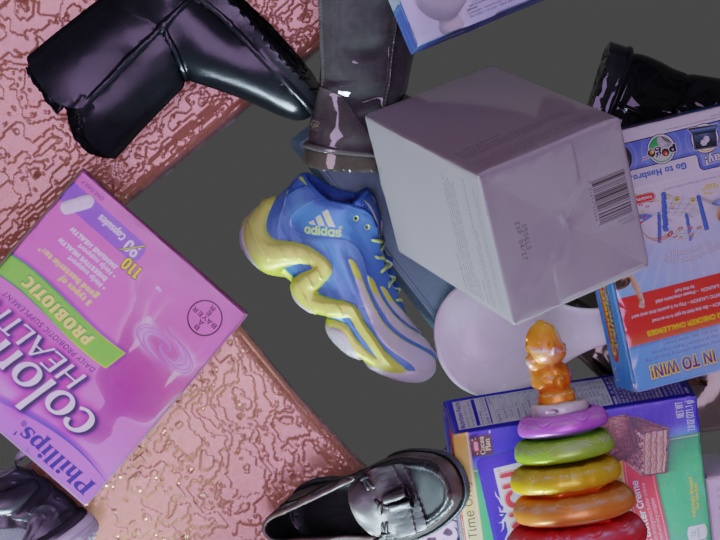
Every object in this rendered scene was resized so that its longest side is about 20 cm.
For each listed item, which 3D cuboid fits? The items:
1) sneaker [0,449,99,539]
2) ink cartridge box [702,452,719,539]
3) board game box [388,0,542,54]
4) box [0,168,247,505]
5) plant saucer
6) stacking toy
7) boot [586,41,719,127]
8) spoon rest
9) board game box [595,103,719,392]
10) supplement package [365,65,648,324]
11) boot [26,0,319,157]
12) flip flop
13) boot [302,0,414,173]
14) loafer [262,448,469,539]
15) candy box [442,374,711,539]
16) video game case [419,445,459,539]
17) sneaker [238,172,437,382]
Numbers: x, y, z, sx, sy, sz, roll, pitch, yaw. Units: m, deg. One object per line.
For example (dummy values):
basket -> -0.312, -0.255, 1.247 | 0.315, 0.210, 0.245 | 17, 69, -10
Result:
sneaker -> -0.322, 0.233, 1.657 | 0.199, 0.075, 0.114 | -37, 96, -3
ink cartridge box -> 0.357, 0.250, 1.664 | 0.146, 0.086, 0.202 | -8, 95, -1
board game box -> 0.091, -0.291, 1.492 | 0.198, 0.043, 0.201 | -22, 89, -8
box -> -0.221, 0.052, 1.609 | 0.176, 0.097, 0.200 | 42, 86, -6
plant saucer -> 0.028, -0.048, 1.656 | 0.070, 0.019, 0.201 | -38, 95, 3
stacking toy -> 0.153, 0.137, 1.521 | 0.109, 0.116, 0.202 | -9, 91, -7
boot -> 0.251, -0.071, 1.627 | 0.167, 0.076, 0.202 | 18, 90, 1
spoon rest -> 0.152, 0.046, 1.618 | 0.198, 0.061, 0.100 | -11, 96, 18
board game box -> 0.274, -0.026, 1.553 | 0.198, 0.056, 0.198 | -13, 94, -10
supplement package -> 0.105, -0.062, 1.494 | 0.119, 0.200, 0.122 | -23, 115, -17
boot -> -0.148, -0.149, 1.606 | 0.200, 0.077, 0.168 | 43, 102, -14
flip flop -> 0.231, 0.068, 1.653 | 0.199, 0.058, 0.081 | 36, 95, -5
boot -> 0.034, -0.178, 1.578 | 0.180, 0.072, 0.202 | -2, 101, -38
loafer -> 0.002, 0.192, 1.604 | 0.199, 0.063, 0.073 | -20, 90, 45
candy box -> 0.174, 0.179, 1.612 | 0.198, 0.077, 0.171 | -9, 107, 0
video game case -> 0.115, 0.229, 1.681 | 0.200, 0.036, 0.182 | -41, 97, 3
sneaker -> 0.000, 0.000, 1.622 | 0.199, 0.076, 0.105 | 38, 111, -4
